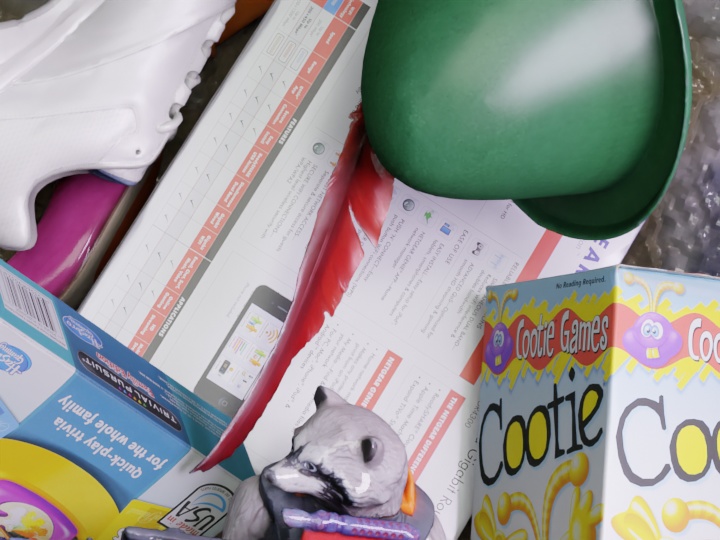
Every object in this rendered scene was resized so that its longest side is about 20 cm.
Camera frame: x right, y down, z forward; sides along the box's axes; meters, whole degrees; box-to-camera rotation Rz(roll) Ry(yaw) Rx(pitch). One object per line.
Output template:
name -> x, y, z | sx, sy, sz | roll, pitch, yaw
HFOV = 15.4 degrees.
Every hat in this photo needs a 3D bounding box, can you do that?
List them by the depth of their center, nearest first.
hat -> 0.006, -0.064, 0.968 | 0.175, 0.166, 0.201 | -17, 80, -29

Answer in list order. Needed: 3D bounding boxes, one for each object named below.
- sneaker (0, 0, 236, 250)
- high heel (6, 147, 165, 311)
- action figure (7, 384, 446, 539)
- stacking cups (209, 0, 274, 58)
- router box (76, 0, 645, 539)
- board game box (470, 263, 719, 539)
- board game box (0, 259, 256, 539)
sneaker -> -0.095, -0.086, 1.073 | 0.200, 0.075, 0.087 | -38, 89, -5
high heel -> -0.162, 0.000, 1.102 | 0.096, 0.067, 0.200 | 31, 79, 6
action figure -> -0.046, 0.123, 0.994 | 0.199, 0.194, 0.105 | 17, 31, -18
stacking cups -> -0.094, -0.103, 1.129 | 0.200, 0.061, 0.061 | -36, 77, -7
router box -> 0.000, 0.000, 1.089 | 0.179, 0.049, 0.200 | 33, 78, -2
board game box -> 0.108, 0.107, 1.017 | 0.103, 0.105, 0.201 | 8, 81, -25
board game box -> -0.161, 0.100, 1.002 | 0.200, 0.151, 0.047 | -40, 41, 14
